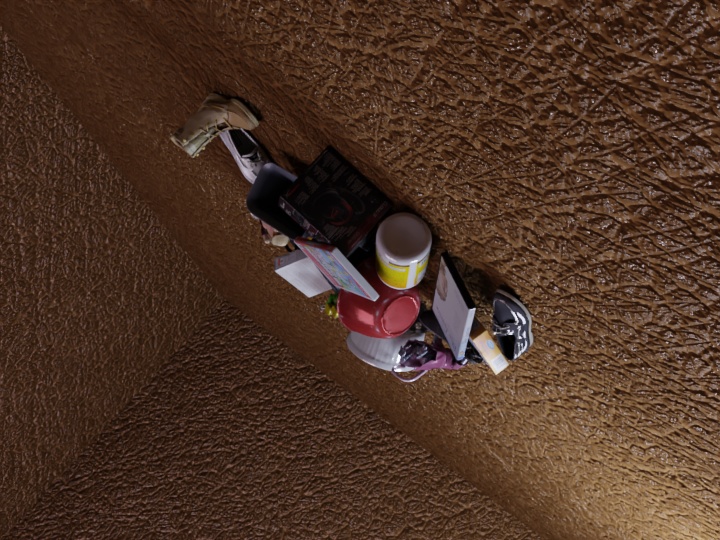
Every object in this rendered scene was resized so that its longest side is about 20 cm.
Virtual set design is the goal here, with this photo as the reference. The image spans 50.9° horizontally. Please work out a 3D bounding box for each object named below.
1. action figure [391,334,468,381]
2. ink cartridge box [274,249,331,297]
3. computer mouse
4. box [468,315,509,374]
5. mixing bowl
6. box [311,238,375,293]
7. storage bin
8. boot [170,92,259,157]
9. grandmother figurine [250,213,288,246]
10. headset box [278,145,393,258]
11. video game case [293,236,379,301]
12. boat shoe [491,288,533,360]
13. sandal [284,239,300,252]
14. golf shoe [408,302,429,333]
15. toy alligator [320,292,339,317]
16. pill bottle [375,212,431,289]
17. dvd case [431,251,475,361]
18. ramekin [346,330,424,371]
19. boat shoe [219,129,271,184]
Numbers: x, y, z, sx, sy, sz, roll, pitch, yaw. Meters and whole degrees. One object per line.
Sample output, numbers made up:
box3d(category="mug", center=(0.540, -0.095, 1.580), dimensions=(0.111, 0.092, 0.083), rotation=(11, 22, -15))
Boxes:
box3d(category="action figure", center=(0.199, 0.222, 1.865), dimensions=(0.199, 0.150, 0.134), rotation=(13, -162, -42))
box3d(category="ink cartridge box", center=(-0.102, -0.012, 1.984), dimensions=(0.162, 0.199, 0.050), rotation=(41, -146, -46))
box3d(category="computer mouse", center=(0.223, 0.143, 1.748), dimensions=(0.200, 0.053, 0.138), rotation=(36, -167, 30))
box3d(category="box", center=(0.236, 0.121, 1.615), dimensions=(0.119, 0.041, 0.200), rotation=(53, -176, -34))
box3d(category="mixing bowl", center=(0.059, 0.075, 1.683), dimensions=(0.108, 0.200, 0.200), rotation=(38, 167, 48))
box3d(category="box", center=(0.000, 0.000, 1.815), dimensions=(0.196, 0.118, 0.200), rotation=(27, 160, 43))
box3d(category="storage bin", center=(-0.137, -0.155, 1.735), dimensions=(0.199, 0.146, 0.134), rotation=(32, -171, 31))
box3d(category="boot", center=(-0.328, -0.315, 1.690), dimensions=(0.199, 0.156, 0.073), rotation=(28, 160, 41))
box3d(category="grandmother figurine", center=(-0.230, -0.127, 1.906), dimensions=(0.060, 0.122, 0.200), rotation=(5, -156, -28))
box3d(category="headset box", center=(-0.043, -0.124, 1.521), dimensions=(0.200, 0.149, 0.075), rotation=(41, 166, 0))
box3d(category="video game case", center=(-0.053, -0.006, 1.558), dimensions=(0.143, 0.017, 0.200), rotation=(49, 166, -24))
box3d(category="boat shoe", center=(0.293, 0.112, 1.492), dimensions=(0.072, 0.063, 0.200), rotation=(29, 160, 37))
box3d(category="sandal", center=(-0.179, -0.083, 1.963), dimensions=(0.075, 0.048, 0.201), rotation=(35, 163, 25))
box3d(category="golf shoe", center=(0.125, 0.105, 1.906), dimensions=(0.088, 0.078, 0.200), rotation=(29, -179, -42))
box3d(category="toy alligator", center=(-0.058, 0.079, 1.863), dimensions=(0.200, 0.059, 0.055), rotation=(-167, 73, -65))
box3d(category="pill bottle", center=(0.084, -0.031, 1.535), dimensions=(0.109, 0.109, 0.200), rotation=(38, 164, 14))
box3d(category="dvd case", center=(0.187, 0.076, 1.543), dimensions=(0.201, 0.017, 0.143), rotation=(91, 160, -54))
box3d(category="ramekin", center=(0.072, 0.169, 1.965), dimensions=(0.199, 0.098, 0.201), rotation=(16, -160, -6))
box3d(category="boat shoe", center=(-0.265, -0.271, 1.808), dimensions=(0.200, 0.074, 0.067), rotation=(47, 167, -14))
